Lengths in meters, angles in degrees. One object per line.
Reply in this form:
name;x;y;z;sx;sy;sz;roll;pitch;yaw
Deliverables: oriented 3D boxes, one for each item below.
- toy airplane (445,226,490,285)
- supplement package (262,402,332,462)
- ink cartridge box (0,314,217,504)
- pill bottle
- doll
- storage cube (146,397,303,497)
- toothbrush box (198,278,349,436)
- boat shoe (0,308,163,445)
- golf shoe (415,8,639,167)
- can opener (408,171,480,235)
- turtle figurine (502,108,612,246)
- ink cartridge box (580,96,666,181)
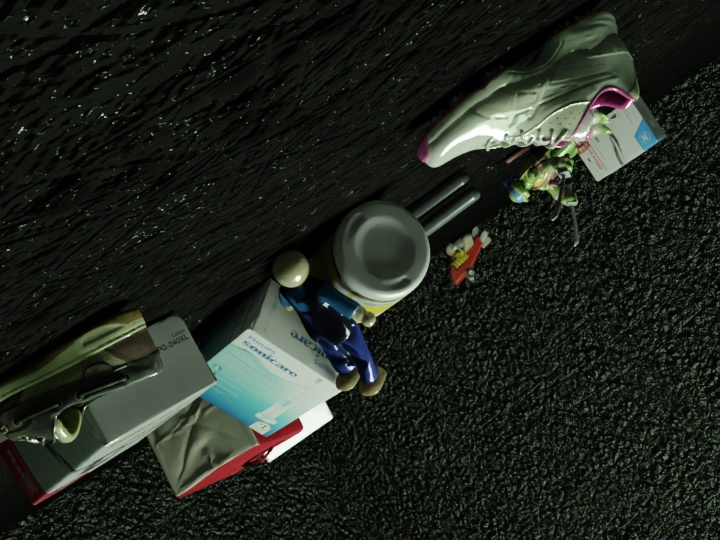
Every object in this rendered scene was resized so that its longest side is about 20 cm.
toy airplane;0.374;-0.070;3.041;0.199;0.140;0.202;-45;151;-56
supplement package;-0.180;0.240;1.670;0.151;0.152;0.200;-32;-160;-16
ink cartridge box;-0.258;0.141;0.861;0.145;0.084;0.199;-28;174;-47
pill bottle;0.000;0.000;1.009;0.111;0.112;0.200;-31;176;-22
doll;-0.036;0.055;0.957;0.135;0.201;0.049;4;-135;43
storage cube;-0.228;0.228;1.364;0.170;0.202;0.180;-33;169;14
toothbrush box;-0.120;0.118;1.105;0.200;0.146;0.086;-38;-156;47
boat shoe;-0.246;0.106;0.675;0.200;0.066;0.072;-34;176;4
golf shoe;0.142;-0.133;0.714;0.199;0.092;0.075;-32;177;4
can opener;0.080;-0.067;1.240;0.199;0.054;0.067;-36;175;25
turtle figurine;0.351;-0.161;1.408;0.195;0.143;0.200;-51;-143;6
ink cartridge box;0.580;-0.295;1.964;0.200;0.117;0.068;-38;173;41
